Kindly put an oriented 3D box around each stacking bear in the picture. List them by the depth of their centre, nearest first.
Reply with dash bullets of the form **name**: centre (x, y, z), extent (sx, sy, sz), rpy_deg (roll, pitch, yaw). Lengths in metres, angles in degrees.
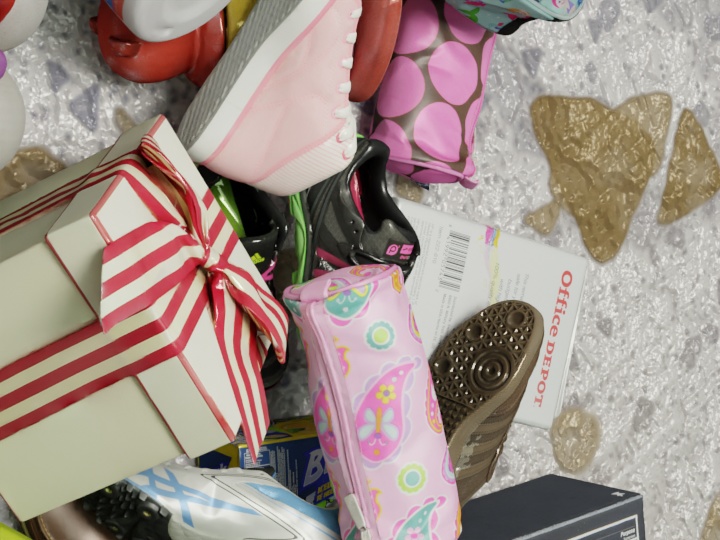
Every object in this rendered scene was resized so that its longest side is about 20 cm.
- **stacking bear**: centre (-0.088, -0.173, 1.030), extent (0.198, 0.122, 0.115), rpy_deg (-3, 120, -24)

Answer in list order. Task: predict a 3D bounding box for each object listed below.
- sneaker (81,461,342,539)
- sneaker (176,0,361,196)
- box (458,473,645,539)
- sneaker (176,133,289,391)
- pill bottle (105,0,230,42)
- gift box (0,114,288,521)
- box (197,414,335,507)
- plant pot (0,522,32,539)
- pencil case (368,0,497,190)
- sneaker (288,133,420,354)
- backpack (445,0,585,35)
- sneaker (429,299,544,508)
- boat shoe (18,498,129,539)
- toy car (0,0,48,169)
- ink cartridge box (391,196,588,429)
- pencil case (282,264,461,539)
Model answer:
- **sneaker**: centre (-0.101, 0.160, 0.994), extent (0.199, 0.072, 0.073), rpy_deg (20, 51, -12)
- **sneaker**: centre (-0.028, -0.135, 0.967), extent (0.104, 0.076, 0.201), rpy_deg (29, 110, -25)
- **box**: centre (0.131, 0.290, 1.187), extent (0.199, 0.123, 0.200), rpy_deg (-11, 99, -34)
- **sneaker**: centre (-0.090, -0.003, 1.046), extent (0.073, 0.087, 0.202), rpy_deg (-22, 104, -31)
- **pill bottle**: centre (-0.161, -0.254, 0.931), extent (0.112, 0.112, 0.200), rpy_deg (-36, 78, -27)
- **gift box**: centre (-0.155, 0.037, 0.902), extent (0.185, 0.186, 0.200), rpy_deg (57, 19, -24)
- **box**: centre (-0.022, 0.145, 1.109), extent (0.199, 0.070, 0.065), rpy_deg (-4, 96, -34)
- **plant pot**: centre (-0.269, 0.228, 0.881), extent (0.200, 0.199, 0.182), rpy_deg (-46, 108, -22)
- **pencil case**: centre (0.068, -0.167, 1.146), extent (0.093, 0.091, 0.202), rpy_deg (14, 85, -2)
- **sneaker**: centre (0.000, 0.000, 1.024), extent (0.077, 0.083, 0.202), rpy_deg (-7, 87, -54)
- **backpack**: centre (0.092, -0.281, 1.031), extent (0.199, 0.150, 0.179), rpy_deg (24, 73, -28)
- **sneaker**: centre (0.079, 0.116, 1.096), extent (0.201, 0.070, 0.075), rpy_deg (-56, 142, -4)
- **boat shoe**: centre (-0.158, 0.215, 1.023), extent (0.072, 0.067, 0.200), rpy_deg (-48, 116, -22)
- **toy car**: centre (-0.265, -0.144, 0.863), extent (0.174, 0.149, 0.202), rpy_deg (12, 87, -37)
- **ink cartridge box**: centre (0.073, 0.035, 1.158), extent (0.199, 0.084, 0.146), rpy_deg (16, 85, -31)
- **pencil case**: centre (0.009, 0.097, 0.966), extent (0.087, 0.087, 0.202), rpy_deg (-16, 98, -32)
